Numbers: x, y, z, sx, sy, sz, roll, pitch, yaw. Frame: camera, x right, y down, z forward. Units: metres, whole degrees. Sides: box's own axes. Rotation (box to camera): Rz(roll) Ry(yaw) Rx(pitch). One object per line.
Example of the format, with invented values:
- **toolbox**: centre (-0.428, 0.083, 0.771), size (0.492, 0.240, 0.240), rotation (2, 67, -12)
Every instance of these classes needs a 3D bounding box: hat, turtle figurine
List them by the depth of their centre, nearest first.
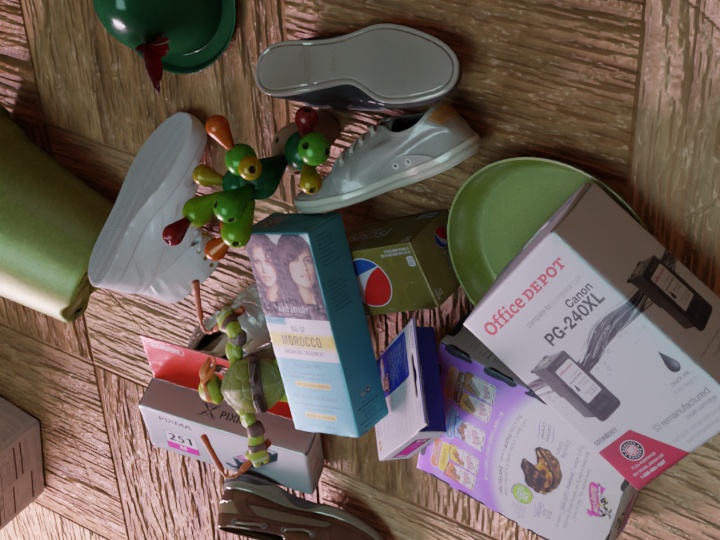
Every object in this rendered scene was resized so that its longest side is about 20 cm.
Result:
- **hat**: centre (-0.217, -0.219, 1.152), size (0.199, 0.176, 0.166), rotation (-27, 103, 47)
- **turtle figurine**: centre (-0.094, 0.099, 1.305), size (0.160, 0.064, 0.202), rotation (-10, 89, 4)

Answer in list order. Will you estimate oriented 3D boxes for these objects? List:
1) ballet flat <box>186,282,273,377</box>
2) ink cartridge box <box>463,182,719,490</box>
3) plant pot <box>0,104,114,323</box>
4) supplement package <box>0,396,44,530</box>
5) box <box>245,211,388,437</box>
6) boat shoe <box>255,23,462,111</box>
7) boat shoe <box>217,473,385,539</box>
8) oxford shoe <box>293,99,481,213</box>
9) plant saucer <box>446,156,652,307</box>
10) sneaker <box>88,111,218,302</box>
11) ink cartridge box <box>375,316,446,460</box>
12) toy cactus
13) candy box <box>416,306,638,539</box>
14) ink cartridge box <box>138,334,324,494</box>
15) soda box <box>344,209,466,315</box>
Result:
- **ballet flat**: centre (-0.124, 0.068, 1.381), size (0.072, 0.072, 0.200), rotation (50, 137, -5)
- **ink cartridge box**: centre (0.200, 0.052, 1.049), size (0.200, 0.083, 0.145), rotation (43, 138, 3)
- **plant pot**: centre (-0.352, -0.045, 1.407), size (0.183, 0.201, 0.201), rotation (29, 136, 1)
- **supplement package**: centre (-0.550, 0.274, 1.781), size (0.151, 0.200, 0.152), rotation (27, 134, 21)
- **box**: centre (-0.039, 0.049, 1.205), size (0.082, 0.049, 0.202), rotation (2, 114, 39)
- **boat shoe**: centre (0.005, -0.167, 1.115), size (0.199, 0.057, 0.068), rotation (5, 88, 32)
- **boat shoe**: centre (-0.066, 0.292, 1.468), size (0.198, 0.072, 0.076), rotation (21, 154, 1)
- **oxford shoe**: centre (0.016, -0.096, 1.139), size (0.199, 0.075, 0.058), rotation (-19, 103, 42)
- **plant saucer**: centre (0.166, -0.011, 1.112), size (0.199, 0.031, 0.201), rotation (21, 131, 25)
- **sneaker**: centre (-0.180, -0.059, 1.333), size (0.201, 0.115, 0.074), rotation (-57, 39, 19)
- **ink cartridge box**: centre (0.045, 0.111, 1.212), size (0.200, 0.037, 0.096), rotation (118, 147, -72)
- **toy cactus**: centre (-0.083, -0.094, 1.148), size (0.102, 0.165, 0.200), rotation (49, 137, -2)
- **candy box**: centre (0.161, 0.151, 1.209), size (0.199, 0.072, 0.169), rotation (28, 134, 21)
- **ink cartridge box**: centre (-0.141, 0.156, 1.418), size (0.198, 0.044, 0.174), rotation (15, 147, 14)
- **soda box**: centre (0.000, 0.000, 1.229), size (0.199, 0.064, 0.068), rotation (-8, 115, 43)
